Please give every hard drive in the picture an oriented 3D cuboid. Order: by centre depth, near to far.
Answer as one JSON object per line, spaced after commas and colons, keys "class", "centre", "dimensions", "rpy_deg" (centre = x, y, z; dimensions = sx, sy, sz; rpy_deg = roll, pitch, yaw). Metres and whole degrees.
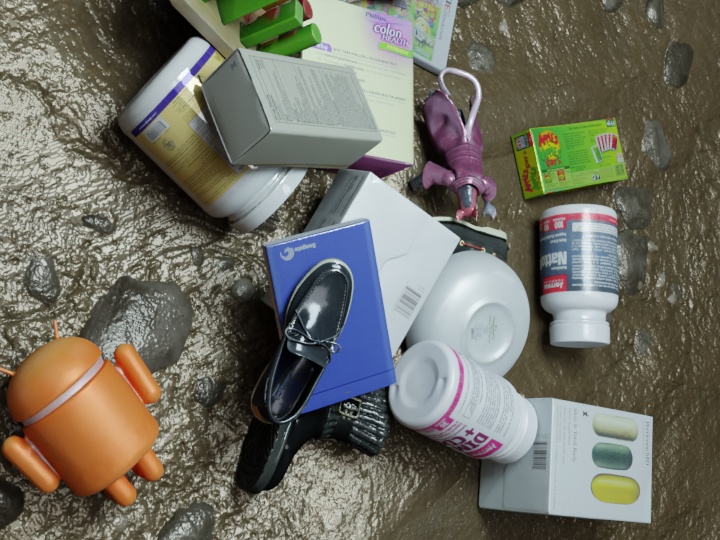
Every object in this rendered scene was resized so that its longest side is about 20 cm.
{"class": "hard drive", "centre": [-0.034, 0.053, 1.088], "dimensions": [0.130, 0.025, 0.204], "rpy_deg": [-15, 104, -19]}

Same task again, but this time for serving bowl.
{"class": "serving bowl", "centre": [0.161, 0.078, 1.281], "dimensions": [0.196, 0.066, 0.205], "rpy_deg": [-7, 104, -26]}

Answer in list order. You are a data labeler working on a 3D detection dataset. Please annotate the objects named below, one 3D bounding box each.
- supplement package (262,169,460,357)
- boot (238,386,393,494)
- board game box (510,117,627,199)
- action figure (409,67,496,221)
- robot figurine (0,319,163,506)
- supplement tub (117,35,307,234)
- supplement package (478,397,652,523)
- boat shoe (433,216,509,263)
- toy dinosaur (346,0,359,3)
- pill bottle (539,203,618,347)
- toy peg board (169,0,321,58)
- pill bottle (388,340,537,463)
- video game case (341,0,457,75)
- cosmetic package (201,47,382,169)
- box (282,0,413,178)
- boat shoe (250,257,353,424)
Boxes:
{"class": "supplement package", "centre": [0.000, 0.000, 1.169], "dimensions": [0.155, 0.111, 0.202], "rpy_deg": [33, 86, -23]}
{"class": "boot", "centre": [-0.047, 0.204, 1.157], "dimensions": [0.157, 0.079, 0.214], "rpy_deg": [35, 65, -23]}
{"class": "board game box", "centre": [0.337, -0.180, 1.482], "dimensions": [0.197, 0.047, 0.104], "rpy_deg": [-12, 88, -34]}
{"class": "action figure", "centre": [0.151, -0.157, 1.298], "dimensions": [0.131, 0.150, 0.203], "rpy_deg": [6, 54, -19]}
{"class": "robot figurine", "centre": [-0.293, 0.155, 0.987], "dimensions": [0.143, 0.117, 0.201], "rpy_deg": [-32, 103, 13]}
{"class": "supplement tub", "centre": [-0.171, -0.157, 1.097], "dimensions": [0.200, 0.145, 0.146], "rpy_deg": [44, 62, -19]}
{"class": "supplement package", "centre": [0.293, 0.272, 1.320], "dimensions": [0.197, 0.150, 0.155], "rpy_deg": [13, 75, -30]}
{"class": "boat shoe", "centre": [0.133, -0.032, 1.313], "dimensions": [0.198, 0.073, 0.064], "rpy_deg": [10, 69, -35]}
{"class": "toy dinosaur", "centre": [0.069, -0.430, 1.309], "dimensions": [0.136, 0.085, 0.202], "rpy_deg": [45, 67, -27]}
{"class": "pill bottle", "centre": [0.332, 0.011, 1.406], "dimensions": [0.118, 0.119, 0.205], "rpy_deg": [8, 78, -31]}
{"class": "toy peg board", "centre": [-0.124, -0.354, 1.096], "dimensions": [0.200, 0.096, 0.203], "rpy_deg": [40, 42, -54]}
{"class": "pill bottle", "centre": [0.138, 0.178, 1.207], "dimensions": [0.199, 0.112, 0.115], "rpy_deg": [30, 67, -38]}
{"class": "video game case", "centre": [0.059, -0.410, 1.357], "dimensions": [0.197, 0.022, 0.186], "rpy_deg": [21, 72, -28]}
{"class": "cosmetic package", "centre": [-0.072, -0.177, 1.044], "dimensions": [0.198, 0.073, 0.105], "rpy_deg": [-5, 68, -51]}
{"class": "box", "centre": [-0.025, -0.240, 1.233], "dimensions": [0.173, 0.096, 0.205], "rpy_deg": [6, 80, -31]}
{"class": "boat shoe", "centre": [-0.059, 0.083, 1.036], "dimensions": [0.074, 0.062, 0.203], "rpy_deg": [28, 87, -21]}
